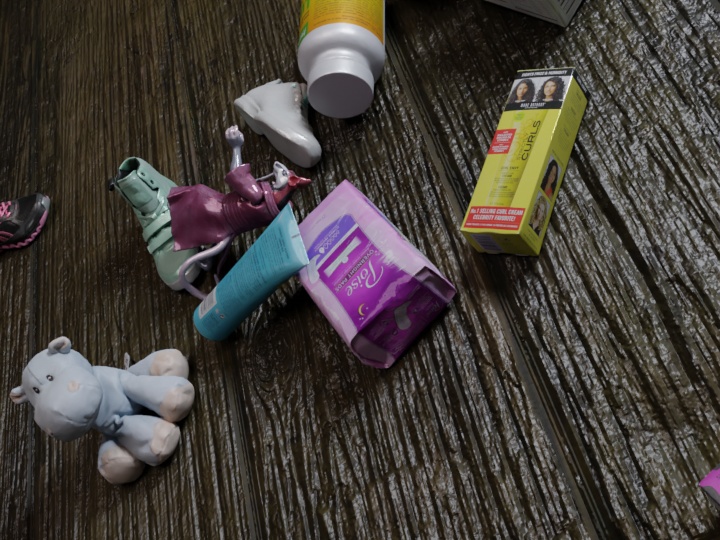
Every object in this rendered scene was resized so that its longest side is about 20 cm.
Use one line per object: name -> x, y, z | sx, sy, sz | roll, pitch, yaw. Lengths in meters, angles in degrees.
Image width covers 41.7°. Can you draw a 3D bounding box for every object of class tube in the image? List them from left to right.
tube -> -0.124, 0.011, 1.075 | 0.200, 0.050, 0.078 | -42, 62, 40

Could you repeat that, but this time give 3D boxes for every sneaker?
sneaker -> -0.590, -0.079, 1.520 | 0.199, 0.095, 0.079 | -24, 48, 22
sneaker -> -0.277, -0.065, 1.248 | 0.074, 0.118, 0.201 | -35, 47, 12
sneaker -> -0.093, -0.207, 1.239 | 0.088, 0.075, 0.200 | -40, 43, -7

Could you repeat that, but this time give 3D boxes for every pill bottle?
pill bottle -> -0.024, -0.297, 1.209 | 0.111, 0.111, 0.201 | -19, 52, 27

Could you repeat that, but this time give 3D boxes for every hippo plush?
hippo plush -> -0.302, 0.133, 1.105 | 0.159, 0.161, 0.200 | -45, 45, 5

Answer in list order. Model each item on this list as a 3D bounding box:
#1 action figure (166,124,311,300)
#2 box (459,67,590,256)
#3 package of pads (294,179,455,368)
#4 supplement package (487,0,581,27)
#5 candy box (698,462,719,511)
action figure -> -0.150, -0.072, 1.143 | 0.199, 0.134, 0.149 | -18, 53, 31
box -> 0.172, -0.114, 0.979 | 0.075, 0.050, 0.201 | 7, 67, 40
package of pads -> 0.000, 0.000, 1.020 | 0.121, 0.076, 0.200 | -48, 44, 7
supplement package -> 0.205, -0.410, 1.075 | 0.156, 0.111, 0.200 | 32, 92, 38
candy box -> 0.353, 0.175, 0.639 | 0.136, 0.061, 0.200 | -46, 45, 3
